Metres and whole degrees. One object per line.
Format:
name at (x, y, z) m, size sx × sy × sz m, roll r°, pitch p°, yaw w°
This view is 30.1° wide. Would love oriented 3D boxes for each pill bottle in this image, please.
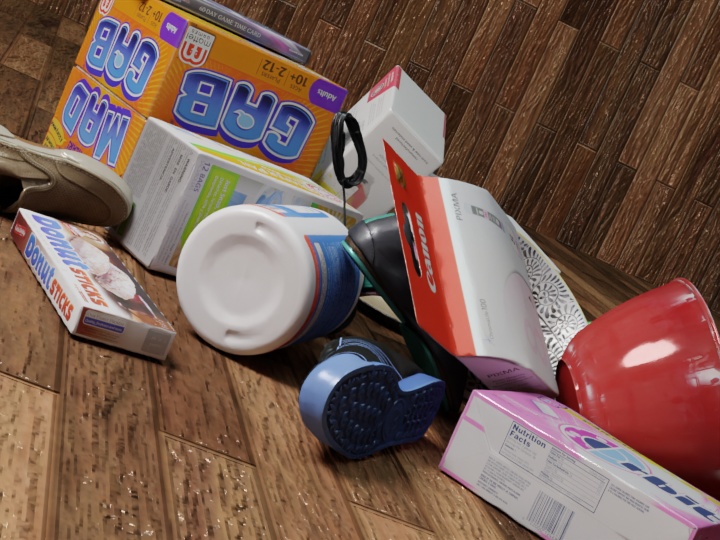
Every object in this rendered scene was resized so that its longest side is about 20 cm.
pill bottle at (-0.061, 0.004, 1.077) m, size 0.111 × 0.113 × 0.200 m, roll 27°, pitch 9°, yaw 14°

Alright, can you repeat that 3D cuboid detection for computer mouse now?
computer mouse at (-0.024, -0.042, 1.200) m, size 0.034 × 0.203 × 0.058 m, roll 13°, pitch 13°, yaw 38°

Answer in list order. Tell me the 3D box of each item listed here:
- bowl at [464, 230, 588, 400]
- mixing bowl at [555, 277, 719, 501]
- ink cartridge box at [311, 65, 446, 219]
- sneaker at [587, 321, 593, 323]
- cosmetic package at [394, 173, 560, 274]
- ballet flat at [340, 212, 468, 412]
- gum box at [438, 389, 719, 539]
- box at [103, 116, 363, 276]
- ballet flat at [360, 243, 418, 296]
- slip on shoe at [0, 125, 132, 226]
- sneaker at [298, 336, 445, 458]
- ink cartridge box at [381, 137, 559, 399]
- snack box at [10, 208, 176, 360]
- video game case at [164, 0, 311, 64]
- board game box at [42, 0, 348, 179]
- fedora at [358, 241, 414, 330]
bowl at (0.123, 0.060, 1.222) m, size 0.200 × 0.094 × 0.202 m, roll 35°, pitch 34°, yaw -28°
mixing bowl at (0.220, 0.113, 1.085) m, size 0.107 × 0.203 × 0.200 m, roll -7°, pitch 12°, yaw -3°
ink cartridge box at (-0.006, -0.105, 1.438) m, size 0.083 × 0.200 × 0.146 m, roll 43°, pitch 23°, yaw -16°
sneaker at (0.267, 0.104, 1.497) m, size 0.074 × 0.084 × 0.199 m, roll 31°, pitch 10°, yaw 36°
cosmetic package at (0.114, -0.043, 1.424) m, size 0.150 × 0.052 × 0.200 m, roll 30°, pitch 12°, yaw -16°
ballet flat at (0.056, 0.031, 1.087) m, size 0.201 × 0.073 × 0.073 m, roll 59°, pitch -11°, yaw -32°
gum box at (0.161, 0.156, 0.960) m, size 0.199 × 0.067 × 0.113 m, roll 31°, pitch 11°, yaw 31°
box at (-0.113, -0.046, 1.217) m, size 0.199 × 0.114 × 0.101 m, roll 19°, pitch 10°, yaw -41°
ballet flat at (0.000, 0.000, 1.283) m, size 0.070 × 0.070 × 0.199 m, roll 10°, pitch -6°, yaw -37°
slip on shoe at (-0.277, -0.072, 1.100) m, size 0.199 × 0.076 × 0.061 m, roll 29°, pitch 45°, yaw -38°
sneaker at (-0.009, 0.083, 0.934) m, size 0.077 × 0.071 × 0.200 m, roll 25°, pitch 2°, yaw 23°
ink cartridge box at (0.088, 0.001, 1.035) m, size 0.200 × 0.056 × 0.164 m, roll 49°, pitch 27°, yaw -57°
snack box at (-0.197, 0.007, 0.964) m, size 0.071 × 0.025 × 0.200 m, roll 18°, pitch 12°, yaw -32°
video game case at (-0.161, -0.272, 1.387) m, size 0.198 × 0.019 × 0.143 m, roll 21°, pitch 10°, yaw -33°
board game box at (-0.173, -0.152, 1.368) m, size 0.198 × 0.202 × 0.199 m, roll 18°, pitch 11°, yaw -37°
fedora at (0.063, 0.009, 1.440) m, size 0.198 × 0.093 × 0.201 m, roll 24°, pitch 9°, yaw -4°
